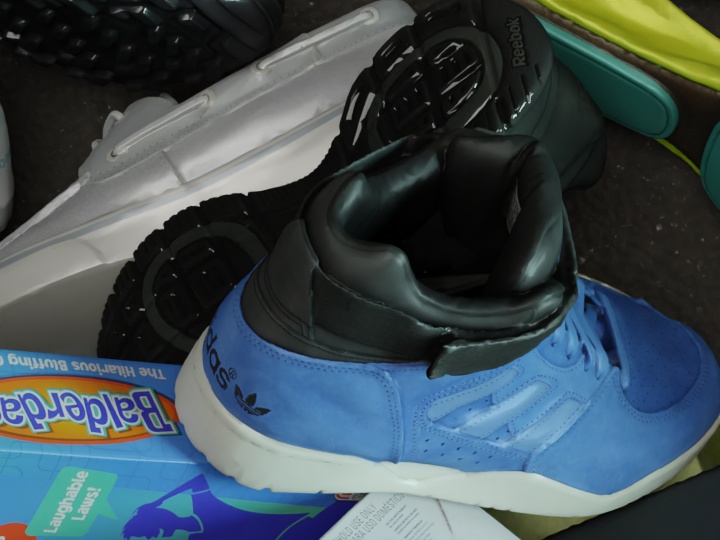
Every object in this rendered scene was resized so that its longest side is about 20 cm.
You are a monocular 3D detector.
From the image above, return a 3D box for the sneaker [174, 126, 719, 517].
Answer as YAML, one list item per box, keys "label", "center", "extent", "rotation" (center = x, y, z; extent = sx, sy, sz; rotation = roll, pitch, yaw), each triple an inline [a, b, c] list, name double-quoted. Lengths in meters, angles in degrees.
- label: "sneaker"
  center: [0.051, 0.013, 0.755]
  extent: [0.199, 0.111, 0.077]
  rotation: [4, 48, -32]

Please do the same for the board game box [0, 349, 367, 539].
- label: "board game box"
  center: [-0.115, 0.091, 0.770]
  extent: [0.152, 0.199, 0.045]
  rotation: [-59, 38, 36]

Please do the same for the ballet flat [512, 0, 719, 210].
- label: "ballet flat"
  center: [0.126, -0.061, 0.852]
  extent: [0.200, 0.067, 0.067]
  rotation: [37, 69, 11]

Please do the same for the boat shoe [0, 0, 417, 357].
- label: "boat shoe"
  center: [-0.059, -0.032, 0.871]
  extent: [0.199, 0.072, 0.069]
  rotation: [-29, 61, 10]

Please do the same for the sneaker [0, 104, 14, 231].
- label: "sneaker"
  center: [-0.212, -0.042, 0.885]
  extent: [0.199, 0.071, 0.081]
  rotation: [6, 130, 23]

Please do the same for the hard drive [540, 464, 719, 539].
- label: "hard drive"
  center: [0.115, 0.147, 0.750]
  extent: [0.139, 0.033, 0.201]
  rotation: [-24, 43, 12]

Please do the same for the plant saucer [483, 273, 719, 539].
- label: "plant saucer"
  center: [0.045, 0.097, 0.861]
  extent: [0.199, 0.031, 0.201]
  rotation: [-1, 85, 8]

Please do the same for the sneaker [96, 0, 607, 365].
- label: "sneaker"
  center: [0.000, 0.000, 0.820]
  extent: [0.200, 0.091, 0.076]
  rotation: [-36, 52, 17]

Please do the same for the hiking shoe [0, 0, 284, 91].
- label: "hiking shoe"
  center: [-0.111, -0.129, 0.869]
  extent: [0.199, 0.076, 0.101]
  rotation: [14, 68, 18]

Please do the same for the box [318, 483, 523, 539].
- label: "box"
  center: [-0.030, 0.165, 0.782]
  extent: [0.060, 0.117, 0.201]
  rotation: [37, 120, 9]
